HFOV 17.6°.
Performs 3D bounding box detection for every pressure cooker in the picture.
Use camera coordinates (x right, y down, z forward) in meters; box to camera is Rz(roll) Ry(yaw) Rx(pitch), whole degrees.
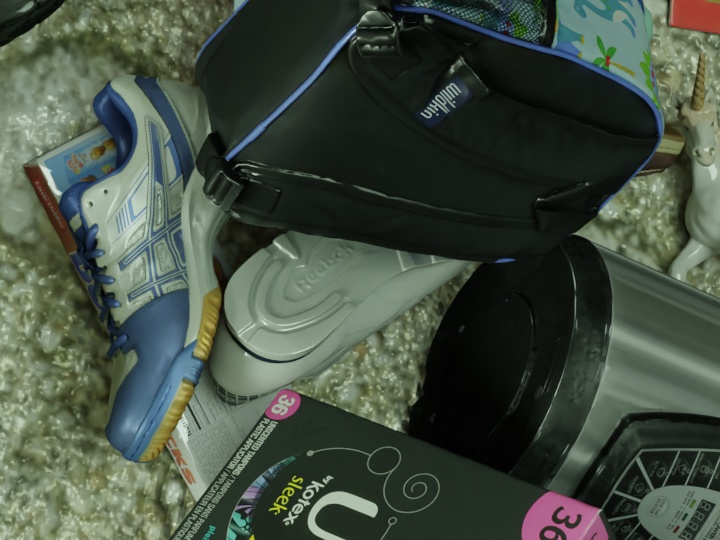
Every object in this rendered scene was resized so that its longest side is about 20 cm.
[{"bbox_3d":[0.149,0.085,1.255,0.200,0.176,0.179,24,65,-24],"label":"pressure cooker"}]

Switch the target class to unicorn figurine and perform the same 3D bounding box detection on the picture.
[{"bbox_3d":[0.235,-0.022,1.381,0.200,0.074,0.137,24,62,-38],"label":"unicorn figurine"}]

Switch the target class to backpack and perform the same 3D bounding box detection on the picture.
[{"bbox_3d":[0.040,-0.101,1.138,0.200,0.183,0.147,15,52,-29],"label":"backpack"}]

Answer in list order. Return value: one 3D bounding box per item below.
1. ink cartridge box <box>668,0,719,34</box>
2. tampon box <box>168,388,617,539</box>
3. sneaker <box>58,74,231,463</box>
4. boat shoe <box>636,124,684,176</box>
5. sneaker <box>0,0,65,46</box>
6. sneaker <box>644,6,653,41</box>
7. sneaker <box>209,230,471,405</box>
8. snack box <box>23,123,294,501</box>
[{"bbox_3d":[0.283,-0.228,1.444,0.200,0.045,0.176,5,79,-26],"label":"ink cartridge box"},{"bbox_3d":[0.016,0.175,1.140,0.150,0.200,0.126,-54,140,-24],"label":"tampon box"},{"bbox_3d":[-0.115,-0.003,1.168,0.088,0.075,0.200,16,66,-17],"label":"sneaker"},{"bbox_3d":[0.089,-0.060,1.314,0.200,0.072,0.072,-2,114,-30],"label":"boat shoe"},{"bbox_3d":[-0.229,-0.131,1.156,0.200,0.076,0.091,-40,95,-35],"label":"sneaker"},{"bbox_3d":[0.072,-0.170,1.314,0.140,0.078,0.200,-22,84,-26],"label":"sneaker"},{"bbox_3d":[0.000,0.000,1.223,0.200,0.081,0.076,-30,67,-30],"label":"sneaker"},{"bbox_3d":[-0.099,0.017,1.221,0.072,0.024,0.200,-30,97,-27],"label":"snack box"}]
